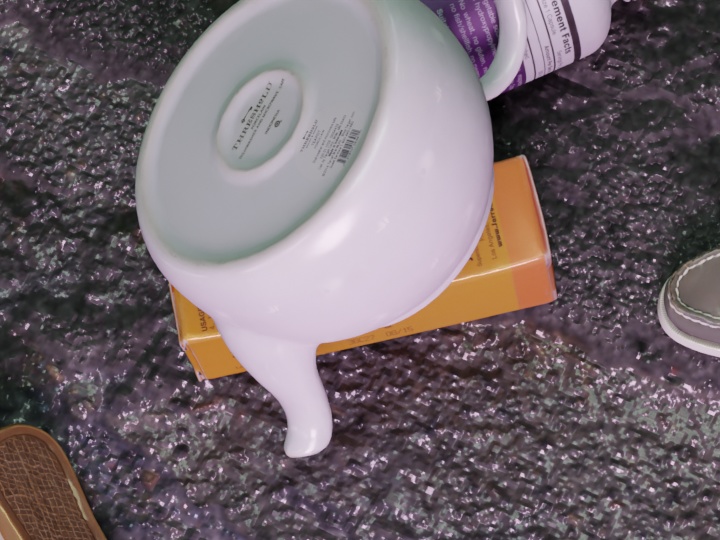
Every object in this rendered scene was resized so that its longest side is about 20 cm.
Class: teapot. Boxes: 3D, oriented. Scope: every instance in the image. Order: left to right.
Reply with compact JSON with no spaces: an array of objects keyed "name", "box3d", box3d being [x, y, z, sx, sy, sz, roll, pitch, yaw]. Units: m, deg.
[{"name":"teapot","box3d":[-0.003,-0.046,1.402,0.200,0.146,0.198,-33,48,25]}]

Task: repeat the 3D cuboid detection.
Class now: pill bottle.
[{"name":"pill bottle","box3d":[0.056,-0.147,1.518,0.199,0.113,0.113,-24,67,-2]}]

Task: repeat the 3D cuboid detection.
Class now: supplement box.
[{"name":"supplement box","box3d":[0.000,0.000,1.493,0.199,0.067,0.069,-15,67,1]}]

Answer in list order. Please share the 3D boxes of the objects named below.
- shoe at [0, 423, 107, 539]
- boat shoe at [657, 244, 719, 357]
[{"name":"shoe","box3d":[-0.149,0.177,1.458,0.070,0.053,0.201,-11,68,-32]},{"name":"boat shoe","box3d":[0.253,0.001,1.460,0.201,0.060,0.072,-6,68,5]}]
